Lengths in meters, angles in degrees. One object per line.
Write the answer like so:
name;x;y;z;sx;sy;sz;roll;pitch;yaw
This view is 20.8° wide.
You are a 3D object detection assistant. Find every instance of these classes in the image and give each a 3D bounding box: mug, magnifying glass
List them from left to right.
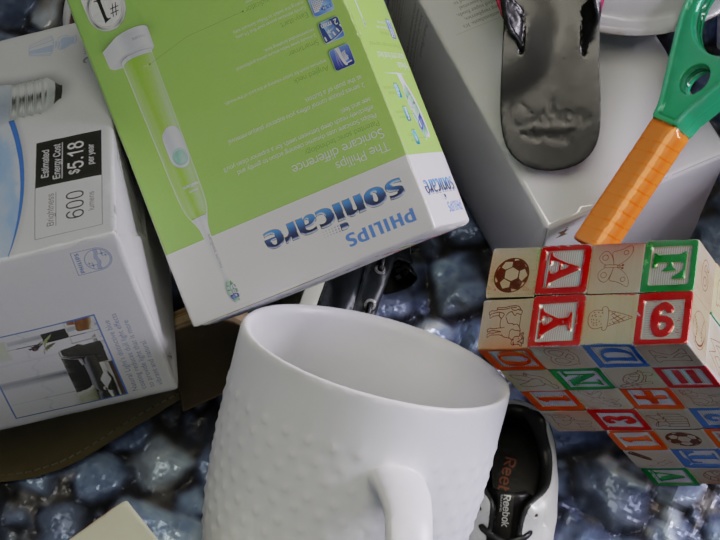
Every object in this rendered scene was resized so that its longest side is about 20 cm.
mug;-0.006;0.134;1.024;0.147;0.200;0.176;10;105;-19
magnifying glass;0.180;-0.096;1.072;0.080;0.022;0.200;31;89;51

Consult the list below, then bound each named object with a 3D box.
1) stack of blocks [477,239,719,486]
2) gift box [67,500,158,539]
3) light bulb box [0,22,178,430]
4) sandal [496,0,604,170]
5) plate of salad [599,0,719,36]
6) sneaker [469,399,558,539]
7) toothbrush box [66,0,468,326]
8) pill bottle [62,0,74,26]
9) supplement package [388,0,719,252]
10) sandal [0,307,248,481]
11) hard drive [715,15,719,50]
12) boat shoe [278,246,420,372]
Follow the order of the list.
stack of blocks;0.157;0.055;1.065;0.115;0.200;0.059;-3;63;29
gift box;-0.126;0.267;0.989;0.200;0.185;0.187;-39;63;-12
light bulb box;-0.215;-0.019;1.090;0.199;0.125;0.199;-13;42;3
sandal;0.103;-0.156;1.073;0.075;0.045;0.201;-4;88;7
plate of salad;0.147;-0.223;1.143;0.199;0.048;0.201;3;69;-8
sneaker;0.071;0.164;1.085;0.073;0.080;0.201;5;68;0
toothbrush box;-0.050;-0.090;1.052;0.145;0.086;0.201;-22;87;16
pill bottle;-0.078;-0.124;1.173;0.200;0.109;0.109;36;70;29
supplement package;0.111;-0.102;1.179;0.121;0.120;0.200;-22;68;-12
sandal;-0.161;0.058;1.144;0.211;0.078;0.070;-19;32;5
hard drive;0.290;-0.239;1.220;0.131;0.025;0.201;-3;111;-2
boat shoe;0.001;-0.001;1.165;0.066;0.074;0.200;34;52;-14
